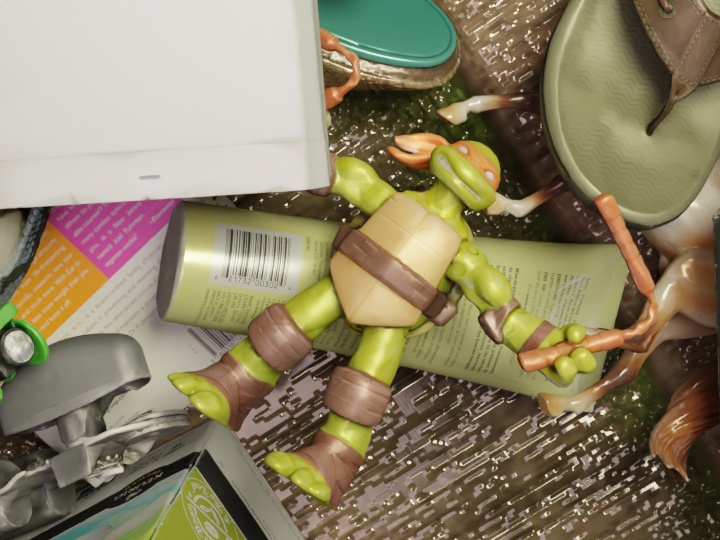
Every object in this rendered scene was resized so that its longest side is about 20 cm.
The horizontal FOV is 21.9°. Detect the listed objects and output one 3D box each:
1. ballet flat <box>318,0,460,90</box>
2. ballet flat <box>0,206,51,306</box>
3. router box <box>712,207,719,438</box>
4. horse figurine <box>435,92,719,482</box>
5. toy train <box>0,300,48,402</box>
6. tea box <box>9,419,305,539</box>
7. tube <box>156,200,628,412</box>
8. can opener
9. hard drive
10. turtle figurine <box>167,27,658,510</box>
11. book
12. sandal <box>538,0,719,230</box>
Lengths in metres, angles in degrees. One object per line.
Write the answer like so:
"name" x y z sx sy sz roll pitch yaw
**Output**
"ballet flat" -0.056 -0.113 0.774 0.200 0.071 0.065 26 135 2
"ballet flat" -0.151 -0.050 0.738 0.074 0.074 0.200 23 115 0
"router box" 0.235 0.051 0.698 0.200 0.062 0.150 9 113 33
"horse figurine" 0.119 -0.019 0.770 0.133 0.050 0.200 -21 94 -11
"toy train" -0.199 0.046 0.794 0.056 0.042 0.200 52 140 -10
"tea box" -0.123 0.190 0.792 0.200 0.197 0.134 -30 101 13
"tube" 0.015 0.012 0.789 0.200 0.052 0.058 9 144 -14
"can opener" -0.157 0.083 0.816 0.200 0.053 0.067 -25 80 34
"hard drive" -0.084 -0.124 0.660 0.132 0.026 0.200 -3 108 3
"turtle figurine" 0.000 0.000 0.726 0.200 0.064 0.161 39 88 2
"book" -0.139 -0.019 0.814 0.134 0.048 0.200 -41 99 15
"sandal" 0.130 -0.114 0.717 0.080 0.057 0.201 24 88 -5
